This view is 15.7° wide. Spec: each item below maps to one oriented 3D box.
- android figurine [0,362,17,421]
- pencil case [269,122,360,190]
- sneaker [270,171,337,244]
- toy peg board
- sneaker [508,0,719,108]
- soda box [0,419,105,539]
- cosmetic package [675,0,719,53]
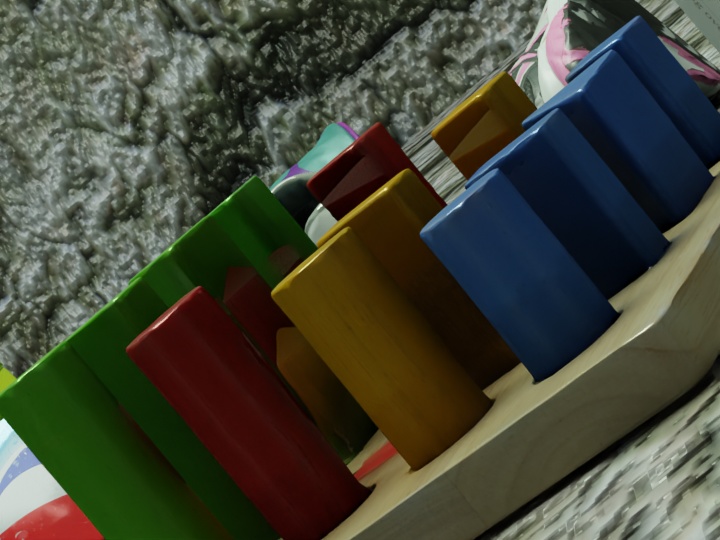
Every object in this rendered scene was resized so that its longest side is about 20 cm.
[{"bbox_3d":[-0.163,0.110,0.894,0.200,0.041,0.182,-56,-34,10],"label":"android figurine"},{"bbox_3d":[-0.061,0.010,1.473,0.200,0.085,0.092,-40,19,-7],"label":"pencil case"},{"bbox_3d":[0.000,0.000,0.967,0.074,0.089,0.200,-42,2,-12],"label":"sneaker"},{"bbox_3d":[0.010,0.005,0.698,0.199,0.098,0.200,-38,4,29],"label":"toy peg board"},{"bbox_3d":[0.080,-0.062,1.008,0.086,0.080,0.200,-50,-5,18],"label":"sneaker"},{"bbox_3d":[-0.090,0.083,0.856,0.200,0.064,0.068,-42,-34,-12],"label":"soda box"},{"bbox_3d":[0.166,-0.188,0.880,0.166,0.167,0.200,-40,4,-10],"label":"cosmetic package"}]
